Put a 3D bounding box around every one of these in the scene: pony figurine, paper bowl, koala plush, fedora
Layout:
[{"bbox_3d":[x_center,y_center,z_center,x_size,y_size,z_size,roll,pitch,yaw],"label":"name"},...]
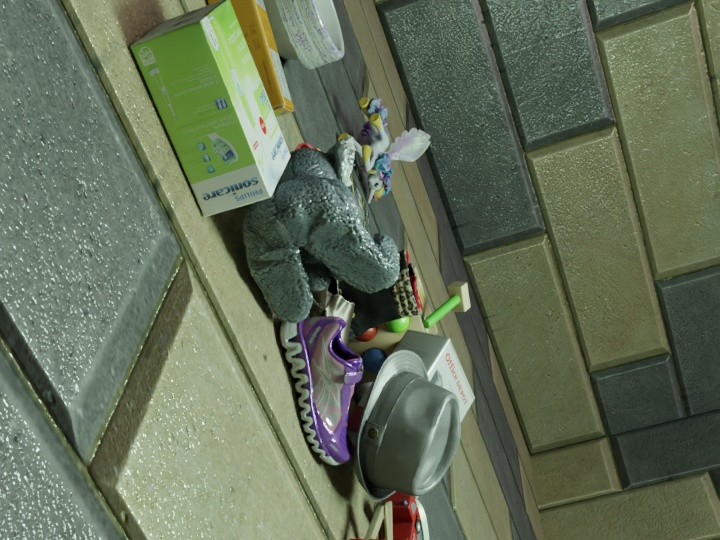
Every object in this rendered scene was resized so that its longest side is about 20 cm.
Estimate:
[{"bbox_3d":[0.036,-0.263,1.977,0.194,0.166,0.200,-63,151,-24],"label":"pony figurine"},{"bbox_3d":[-0.107,-0.437,1.582,0.201,0.104,0.202,-16,90,-77],"label":"paper bowl"},{"bbox_3d":[-0.063,-0.079,1.156,0.201,0.176,0.184,-94,159,-45],"label":"koala plush"},{"bbox_3d":[0.073,0.213,1.241,0.177,0.090,0.201,34,73,-56],"label":"fedora"}]

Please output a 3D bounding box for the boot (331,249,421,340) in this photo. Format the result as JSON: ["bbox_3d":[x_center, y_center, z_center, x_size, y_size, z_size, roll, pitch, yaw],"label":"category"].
[{"bbox_3d":[0.000,0.000,1.382,0.073,0.150,0.201,47,29,-65],"label":"boot"}]

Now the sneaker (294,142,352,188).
[{"bbox_3d":[-0.068,-0.155,1.459,0.200,0.078,0.091,-44,115,-76],"label":"sneaker"}]

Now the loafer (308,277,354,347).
[{"bbox_3d":[-0.043,0.061,1.299,0.073,0.071,0.201,26,49,-74],"label":"loafer"}]

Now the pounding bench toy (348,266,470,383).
[{"bbox_3d":[0.081,0.080,1.532,0.156,0.199,0.125,-72,145,-71],"label":"pounding bench toy"}]

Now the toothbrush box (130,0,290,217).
[{"bbox_3d":[-0.160,-0.184,1.055,0.146,0.086,0.201,-78,151,-65],"label":"toothbrush box"}]

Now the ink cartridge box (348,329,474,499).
[{"bbox_3d":[0.076,0.210,1.399,0.200,0.084,0.146,-55,136,-33],"label":"ink cartridge box"}]

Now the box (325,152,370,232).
[{"bbox_3d":[-0.024,-0.087,1.638,0.201,0.049,0.162,-94,165,-45],"label":"box"}]

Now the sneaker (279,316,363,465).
[{"bbox_3d":[-0.034,0.145,1.188,0.080,0.088,0.201,-41,117,-79],"label":"sneaker"}]

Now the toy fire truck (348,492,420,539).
[{"bbox_3d":[0.034,0.358,1.257,0.200,0.048,0.142,-72,152,-53],"label":"toy fire truck"}]

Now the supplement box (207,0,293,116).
[{"bbox_3d":[-0.153,-0.307,1.297,0.069,0.066,0.201,-2,77,-81],"label":"supplement box"}]

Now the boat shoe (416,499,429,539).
[{"bbox_3d":[0.071,0.440,1.399,0.061,0.073,0.202,-10,91,-35],"label":"boat shoe"}]
